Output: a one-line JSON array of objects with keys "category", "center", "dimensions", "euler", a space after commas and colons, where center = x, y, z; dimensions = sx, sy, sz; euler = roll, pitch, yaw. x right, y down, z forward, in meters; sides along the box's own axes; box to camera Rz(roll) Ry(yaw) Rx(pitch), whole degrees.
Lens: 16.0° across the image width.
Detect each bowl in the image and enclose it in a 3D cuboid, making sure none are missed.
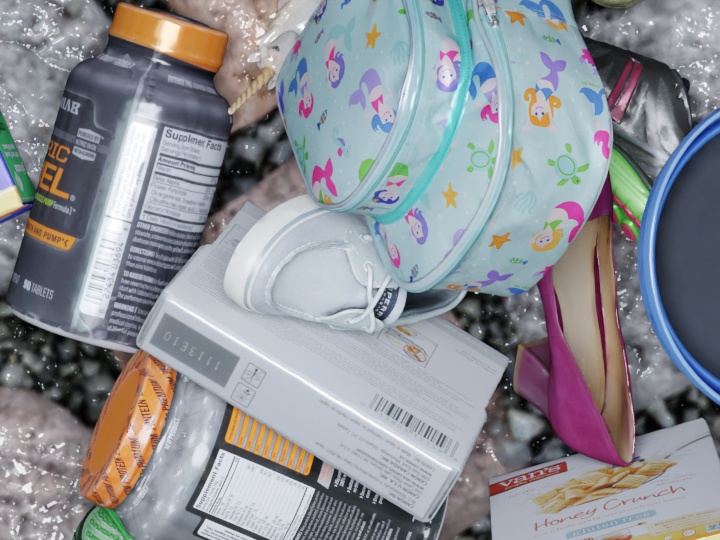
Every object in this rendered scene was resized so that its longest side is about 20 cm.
[{"category": "bowl", "center": [0.256, -0.008, 1.516], "dimensions": [0.199, 0.039, 0.202], "euler": [0, 90, -15]}]

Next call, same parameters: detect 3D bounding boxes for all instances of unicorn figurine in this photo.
[{"category": "unicorn figurine", "center": [-0.010, -0.197, 1.554], "dimensions": [0.137, 0.074, 0.201], "euler": [-11, 76, 27]}]

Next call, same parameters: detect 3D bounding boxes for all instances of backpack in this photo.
[{"category": "backpack", "center": [0.051, -0.089, 1.448], "dimensions": [0.178, 0.150, 0.201], "euler": [-54, 46, 40]}]

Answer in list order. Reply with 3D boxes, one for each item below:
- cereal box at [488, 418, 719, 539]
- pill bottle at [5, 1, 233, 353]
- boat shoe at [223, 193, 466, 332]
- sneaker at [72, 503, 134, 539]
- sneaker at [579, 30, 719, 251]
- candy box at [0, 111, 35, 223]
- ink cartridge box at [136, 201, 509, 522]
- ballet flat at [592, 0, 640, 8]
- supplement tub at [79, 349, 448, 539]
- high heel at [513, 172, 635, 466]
[{"category": "cereal box", "center": [0.148, 0.149, 1.501], "dimensions": [0.143, 0.200, 0.040], "euler": [-16, 104, 5]}, {"category": "pill bottle", "center": [-0.139, -0.058, 1.556], "dimensions": [0.106, 0.106, 0.201], "euler": [17, 95, 3]}, {"category": "boat shoe", "center": [0.000, 0.001, 1.500], "dimensions": [0.071, 0.200, 0.070], "euler": [33, 109, 27]}, {"category": "sneaker", "center": [-0.098, 0.217, 1.595], "dimensions": [0.200, 0.078, 0.085], "euler": [44, 103, 9]}, {"category": "sneaker", "center": [0.154, -0.101, 1.555], "dimensions": [0.084, 0.077, 0.200], "euler": [-38, 94, -11]}, {"category": "candy box", "center": [-0.314, -0.097, 1.581], "dimensions": [0.168, 0.077, 0.201], "euler": [-24, 93, 5]}, {"category": "ink cartridge box", "center": [-0.018, 0.049, 1.528], "dimensions": [0.199, 0.174, 0.044], "euler": [31, 112, 2]}, {"category": "ballet flat", "center": [0.208, -0.234, 1.536], "dimensions": [0.200, 0.071, 0.071], "euler": [-44, 90, 6]}, {"category": "supplement tub", "center": [-0.058, 0.128, 1.531], "dimensions": [0.199, 0.123, 0.123], "euler": [25, 96, -14]}, {"category": "high heel", "center": [0.142, 0.016, 1.515], "dimensions": [0.067, 0.096, 0.201], "euler": [-23, 132, -30]}]
